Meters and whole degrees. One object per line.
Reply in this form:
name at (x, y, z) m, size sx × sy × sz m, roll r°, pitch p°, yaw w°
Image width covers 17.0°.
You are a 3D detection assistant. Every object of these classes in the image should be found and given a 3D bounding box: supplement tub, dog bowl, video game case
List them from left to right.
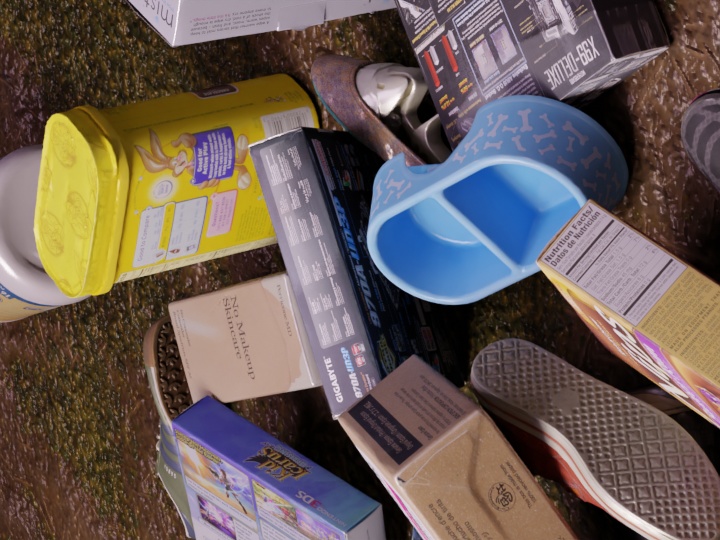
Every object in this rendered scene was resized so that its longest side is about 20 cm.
supplement tub at (-0.312, -0.030, 2.182) m, size 0.200 × 0.145 × 0.145 m, roll -16°, pitch 89°, yaw 58°
video game case at (-0.057, 0.215, 1.907) m, size 0.200 × 0.045 × 0.181 m, roll 29°, pitch 143°, yaw 36°
dog bowl at (0.083, -0.040, 1.572) m, size 0.111 × 0.050 × 0.200 m, roll 42°, pitch 139°, yaw -20°

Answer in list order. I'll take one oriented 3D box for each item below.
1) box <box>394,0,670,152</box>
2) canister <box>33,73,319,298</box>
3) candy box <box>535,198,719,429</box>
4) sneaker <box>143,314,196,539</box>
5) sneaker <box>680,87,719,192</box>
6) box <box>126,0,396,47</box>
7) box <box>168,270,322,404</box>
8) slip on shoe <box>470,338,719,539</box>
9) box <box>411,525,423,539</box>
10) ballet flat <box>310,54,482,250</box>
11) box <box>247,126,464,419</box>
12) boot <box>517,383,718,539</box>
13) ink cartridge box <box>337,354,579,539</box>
box at (0.103, -0.173, 1.563) m, size 0.200 × 0.050 × 0.158 m, roll -37°, pitch 71°, yaw 56°
canister at (-0.138, -0.068, 1.841) m, size 0.087 × 0.200 × 0.149 m, roll 47°, pitch 138°, yaw 37°
candy box at (0.205, 0.048, 1.418) m, size 0.200 × 0.056 × 0.117 m, roll 39°, pitch 175°, yaw 42°
sneaker at (-0.153, 0.144, 2.074) m, size 0.090 × 0.067 × 0.200 m, roll -28°, pitch 81°, yaw 52°
sneaker at (0.237, -0.032, 1.374) m, size 0.200 × 0.087 × 0.074 m, roll 53°, pitch 142°, yaw 32°
box at (-0.052, -0.259, 1.630) m, size 0.097 × 0.200 × 0.177 m, roll 47°, pitch 139°, yaw 39°
box at (-0.064, 0.048, 1.888) m, size 0.200 × 0.078 × 0.095 m, roll -17°, pitch 88°, yaw 58°
slip on shoe at (0.149, 0.114, 1.491) m, size 0.200 × 0.074 × 0.061 m, roll 34°, pitch 151°, yaw 34°
box at (0.050, 0.302, 1.783) m, size 0.137 × 0.038 × 0.200 m, roll -85°, pitch -1°, yaw -63°
ballet flat at (0.043, -0.100, 1.681) m, size 0.200 × 0.068 × 0.067 m, roll 48°, pitch 136°, yaw 21°
box at (0.000, 0.000, 1.699) m, size 0.046 × 0.159 × 0.200 m, roll -20°, pitch 84°, yaw 21°
boot at (0.173, 0.157, 1.568) m, size 0.200 × 0.073 × 0.151 m, roll -24°, pitch 80°, yaw 51°
ink cartridge box at (0.083, 0.166, 1.552) m, size 0.200 × 0.075 × 0.165 m, roll 54°, pitch 174°, yaw -15°
